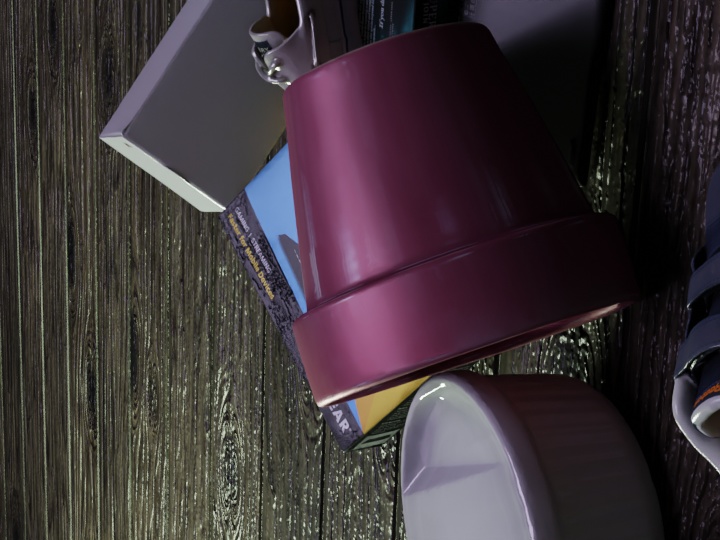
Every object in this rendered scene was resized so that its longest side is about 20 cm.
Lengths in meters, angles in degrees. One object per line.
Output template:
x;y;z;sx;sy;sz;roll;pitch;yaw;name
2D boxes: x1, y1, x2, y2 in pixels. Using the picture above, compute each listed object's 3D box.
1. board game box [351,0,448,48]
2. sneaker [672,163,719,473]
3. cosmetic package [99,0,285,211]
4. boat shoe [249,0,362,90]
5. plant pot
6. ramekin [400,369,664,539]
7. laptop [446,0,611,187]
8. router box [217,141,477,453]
0.011;-0.224;1.221;0.135;0.028;0.202;41;136;48;board game box
0.191;0.032;0.955;0.079;0.079;0.202;122;140;-60;sneaker
-0.098;-0.155;1.510;0.201;0.107;0.085;-56;19;-9;cosmetic package
-0.038;-0.144;1.242;0.071;0.069;0.202;24;123;55;boat shoe
0.041;-0.036;1.137;0.200;0.198;0.181;-33;74;67;plant pot
0.104;0.154;1.184;0.202;0.093;0.205;170;90;-70;ramekin
0.101;-0.182;1.241;0.199;0.115;0.189;24;122;34;laptop
0.000;0.000;1.363;0.149;0.051;0.201;-44;66;34;router box
